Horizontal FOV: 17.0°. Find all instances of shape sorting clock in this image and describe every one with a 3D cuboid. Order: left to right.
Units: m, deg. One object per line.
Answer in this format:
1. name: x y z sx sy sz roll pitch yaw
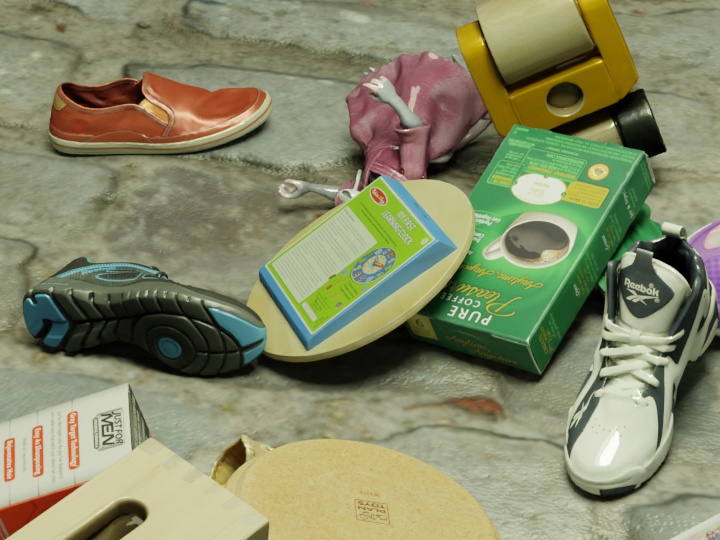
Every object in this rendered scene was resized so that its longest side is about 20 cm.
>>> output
1. shape sorting clock: 0.000 0.000 1.854 0.200 0.039 0.200 -27 31 18

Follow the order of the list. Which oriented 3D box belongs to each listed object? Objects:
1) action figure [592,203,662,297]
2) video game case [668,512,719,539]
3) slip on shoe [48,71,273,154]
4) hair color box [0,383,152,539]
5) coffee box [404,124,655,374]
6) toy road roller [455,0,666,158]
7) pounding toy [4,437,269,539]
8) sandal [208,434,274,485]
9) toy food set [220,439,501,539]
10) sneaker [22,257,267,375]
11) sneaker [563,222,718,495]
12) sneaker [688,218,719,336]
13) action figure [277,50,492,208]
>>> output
1. action figure: 0.198 -0.014 1.888 0.118 0.055 0.200 -13 36 -17
2. video game case: 0.244 0.229 1.530 0.200 0.024 0.182 -24 37 -26
3. slip on shoe: -0.177 -0.143 2.128 0.200 0.061 0.074 -3 31 -1
4. hair color box: -0.239 0.154 1.629 0.200 0.061 0.102 -18 33 4
5. coffee box: 0.128 -0.019 1.849 0.123 0.044 0.200 14 57 31
6. toy road roller: 0.163 -0.169 2.001 0.123 0.200 0.146 -22 33 9
7. pounding toy: -0.150 0.208 1.484 0.142 0.184 0.200 32 46 26
8. sandal: -0.086 0.148 1.649 0.211 0.070 0.078 -8 33 -6
9. toy food set: 0.003 0.175 1.569 0.200 0.049 0.198 2 31 -24
10. sneaker: -0.158 0.024 1.851 0.200 0.073 0.082 10 34 20
11. sneaker: 0.193 0.050 1.688 0.079 0.130 0.199 19 56 29
12. sneaker: 0.314 -0.026 1.840 0.081 0.088 0.200 50 50 2
13. action figure: 0.031 -0.091 2.019 0.149 0.134 0.200 33 43 -20
